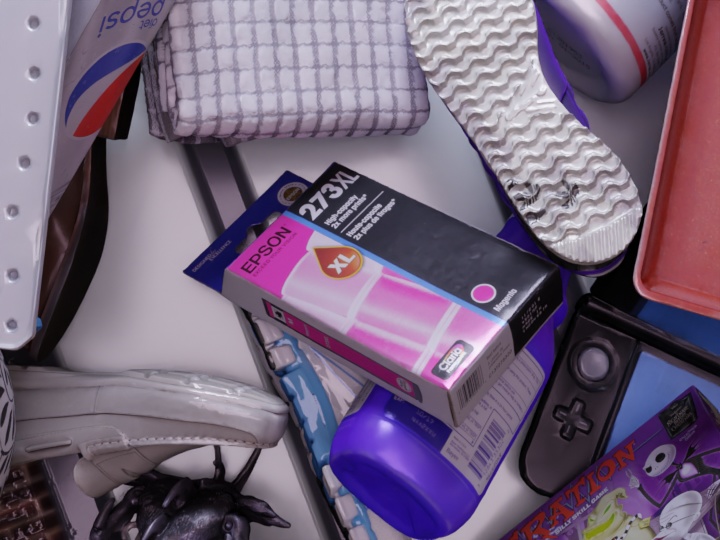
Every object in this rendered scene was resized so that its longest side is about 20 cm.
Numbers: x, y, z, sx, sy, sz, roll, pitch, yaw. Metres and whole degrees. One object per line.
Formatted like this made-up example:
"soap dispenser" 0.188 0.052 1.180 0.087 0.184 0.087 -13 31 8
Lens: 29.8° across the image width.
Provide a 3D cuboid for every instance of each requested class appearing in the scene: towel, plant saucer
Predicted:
"towel" -0.047 -0.169 0.746 0.164 0.085 0.203 -7 92 -28
"plant saucer" 0.246 -0.054 0.700 0.197 0.037 0.202 15 77 -5

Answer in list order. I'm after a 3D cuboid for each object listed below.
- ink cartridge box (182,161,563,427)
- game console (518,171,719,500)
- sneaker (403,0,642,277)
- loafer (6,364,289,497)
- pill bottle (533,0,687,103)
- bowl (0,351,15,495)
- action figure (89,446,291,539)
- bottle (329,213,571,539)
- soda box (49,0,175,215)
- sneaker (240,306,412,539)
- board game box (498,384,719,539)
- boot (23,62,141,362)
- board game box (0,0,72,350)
"ink cartridge box" 0.000 0.000 0.717 0.199 0.037 0.095 25 59 34
"game console" 0.214 0.073 0.749 0.198 0.116 0.178 24 77 -2
"sneaker" 0.085 -0.080 0.733 0.069 0.100 0.202 -26 73 6
"loafer" -0.135 0.089 0.741 0.197 0.070 0.071 1 86 16
"pill bottle" 0.178 -0.200 0.768 0.109 0.109 0.200 45 85 0
"bowl" -0.245 0.073 0.691 0.198 0.094 0.204 2 96 21
"action figure" -0.110 0.180 0.734 0.118 0.103 0.200 14 44 24
"bottle" 0.062 0.046 0.737 0.083 0.065 0.201 40 59 -11
"soda box" -0.156 -0.108 0.666 0.068 0.063 0.201 39 108 16
"sneaker" 0.005 0.083 0.762 0.086 0.075 0.202 -23 89 -10
"board game box" 0.121 0.159 0.711 0.200 0.120 0.032 -42 108 14
"boot" -0.239 -0.062 0.760 0.197 0.064 0.189 15 87 0
"board game box" -0.229 -0.076 0.610 0.197 0.026 0.203 6 89 6
